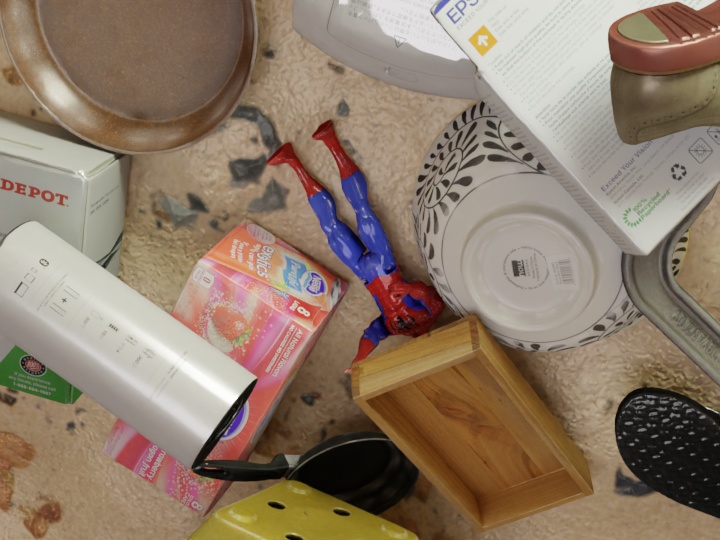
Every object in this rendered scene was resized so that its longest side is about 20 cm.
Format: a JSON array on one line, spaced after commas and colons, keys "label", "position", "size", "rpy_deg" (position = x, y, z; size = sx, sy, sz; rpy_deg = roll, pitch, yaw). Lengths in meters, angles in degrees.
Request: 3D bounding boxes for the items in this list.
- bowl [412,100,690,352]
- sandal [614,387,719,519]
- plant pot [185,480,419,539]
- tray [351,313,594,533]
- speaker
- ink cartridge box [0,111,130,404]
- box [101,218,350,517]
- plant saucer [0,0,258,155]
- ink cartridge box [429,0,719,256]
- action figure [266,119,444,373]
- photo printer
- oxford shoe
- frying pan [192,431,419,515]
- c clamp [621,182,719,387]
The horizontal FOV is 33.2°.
[{"label": "bowl", "position": [0.121, -0.015, 0.827], "size": [0.201, 0.094, 0.201], "rpy_deg": [7, 117, 15]}, {"label": "sandal", "position": [0.266, 0.144, 0.895], "size": [0.200, 0.048, 0.075], "rpy_deg": [32, 117, -14]}, {"label": "plant pot", "position": [-0.051, 0.268, 0.860], "size": [0.194, 0.195, 0.200], "rpy_deg": [20, 101, 23]}, {"label": "tray", "position": [0.086, 0.117, 0.883], "size": [0.099, 0.037, 0.200], "rpy_deg": [-23, 131, 19]}, {"label": "speaker", "position": [-0.172, 0.052, 0.846], "size": [0.200, 0.081, 0.081], "rpy_deg": [34, 118, 5]}, {"label": "ink cartridge box", "position": [-0.268, -0.014, 0.945], "size": [0.146, 0.083, 0.200], "rpy_deg": [16, 116, 8]}, {"label": "box", "position": [-0.104, 0.076, 0.932], "size": [0.103, 0.095, 0.200], "rpy_deg": [33, 118, 2]}, {"label": "plant saucer", "position": [-0.164, -0.183, 0.870], "size": [0.200, 0.034, 0.200], "rpy_deg": [6, 114, 13]}, {"label": "ink cartridge box", "position": [0.170, -0.146, 0.737], "size": [0.200, 0.041, 0.200], "rpy_deg": [-44, 99, -6]}, {"label": "action figure", "position": [0.000, 0.000, 0.873], "size": [0.065, 0.099, 0.200], "rpy_deg": [-26, 107, 25]}, {"label": "photo printer", "position": [0.048, -0.214, 0.776], "size": [0.166, 0.069, 0.200], "rpy_deg": [19, 117, 5]}, {"label": "oxford shoe", "position": [0.232, -0.122, 0.706], "size": [0.200, 0.070, 0.075], "rpy_deg": [-11, 123, -13]}, {"label": "frying pan", "position": [-0.045, 0.167, 0.947], "size": [0.190, 0.031, 0.115], "rpy_deg": [-3, 135, -18]}, {"label": "c clamp", "position": [0.260, -0.015, 0.799], "size": [0.171, 0.027, 0.200], "rpy_deg": [-45, 108, -7]}]
